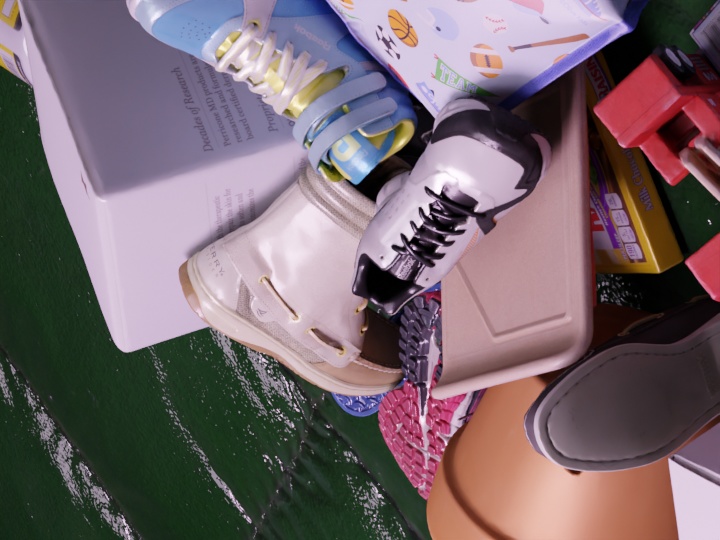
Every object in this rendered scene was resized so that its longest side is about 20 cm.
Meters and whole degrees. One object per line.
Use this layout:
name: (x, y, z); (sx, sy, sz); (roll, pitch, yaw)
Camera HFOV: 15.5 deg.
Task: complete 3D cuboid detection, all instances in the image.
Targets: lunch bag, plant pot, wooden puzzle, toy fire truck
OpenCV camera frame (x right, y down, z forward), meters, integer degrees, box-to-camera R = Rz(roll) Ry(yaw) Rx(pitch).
lunch bag: (0.061, -0.183, 1.525); (0.170, 0.124, 0.200); (45, 138, -8)
plant pot: (0.152, 0.114, 1.664); (0.200, 0.200, 0.140); (37, 129, 35)
wooden puzzle: (0.098, -0.028, 1.613); (0.185, 0.037, 0.201); (159, 116, -64)
toy fire truck: (0.195, -0.055, 1.436); (0.049, 0.200, 0.141); (-42, 79, 19)

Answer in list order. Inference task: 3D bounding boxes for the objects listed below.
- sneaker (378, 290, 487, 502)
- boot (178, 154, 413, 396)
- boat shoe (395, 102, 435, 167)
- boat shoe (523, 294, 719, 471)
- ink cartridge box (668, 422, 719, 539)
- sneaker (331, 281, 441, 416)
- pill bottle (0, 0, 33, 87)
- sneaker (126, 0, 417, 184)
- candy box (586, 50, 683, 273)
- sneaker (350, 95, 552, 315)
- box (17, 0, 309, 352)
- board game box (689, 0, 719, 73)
sneaker: (0.068, 0.085, 1.779); (0.081, 0.075, 0.200); (50, 147, 28)
boot: (0.000, 0.000, 1.741); (0.155, 0.200, 0.072); (-41, 45, 25)
boat shoe: (0.038, -0.082, 1.781); (0.200, 0.057, 0.067); (10, 125, 56)
boat shoe: (0.171, 0.065, 1.550); (0.061, 0.201, 0.072); (1, 109, 59)
ink cartridge box: (0.267, 0.167, 1.550); (0.083, 0.146, 0.201); (26, 137, 46)
sneaker: (0.064, 0.040, 1.855); (0.200, 0.078, 0.070); (-26, 93, 40)
pill bottle: (-0.273, -0.221, 2.097); (0.200, 0.112, 0.112); (34, 143, 40)
sneaker: (-0.042, -0.118, 1.588); (0.080, 0.200, 0.131); (-44, 52, 40)
candy box: (0.130, -0.091, 1.655); (0.102, 0.026, 0.200); (1, 116, 62)
sneaker: (0.051, -0.033, 1.563); (0.074, 0.080, 0.200); (30, 151, -4)
box: (-0.121, -0.092, 1.791); (0.199, 0.171, 0.200); (90, 158, -59)
board game box: (0.282, -0.100, 1.381); (0.200, 0.041, 0.200); (55, 153, 9)
